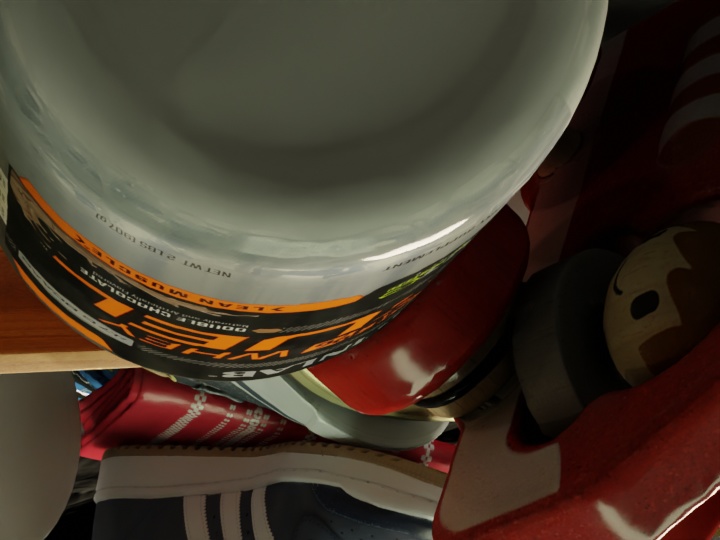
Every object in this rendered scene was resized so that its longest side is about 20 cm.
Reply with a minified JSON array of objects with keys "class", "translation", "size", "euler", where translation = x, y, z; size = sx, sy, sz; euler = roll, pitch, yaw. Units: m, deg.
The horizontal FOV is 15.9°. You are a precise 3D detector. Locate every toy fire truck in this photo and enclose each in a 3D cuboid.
[{"class":"toy fire truck","translation":[0.087,-0.014,0.668],"size":[0.112,0.201,0.168],"euler":[41,134,-20]}]

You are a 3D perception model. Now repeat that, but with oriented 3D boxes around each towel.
[{"class":"towel","translation":[-0.008,0.073,0.997],"size":[0.199,0.023,0.145],"euler":[14,165,-13]}]

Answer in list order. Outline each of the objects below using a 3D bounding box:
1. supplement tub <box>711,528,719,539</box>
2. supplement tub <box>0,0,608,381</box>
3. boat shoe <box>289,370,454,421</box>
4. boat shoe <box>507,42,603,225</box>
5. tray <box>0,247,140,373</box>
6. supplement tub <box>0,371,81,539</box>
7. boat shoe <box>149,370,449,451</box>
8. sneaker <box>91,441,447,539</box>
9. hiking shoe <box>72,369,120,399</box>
[{"class":"supplement tub","translation":[0.128,0.102,1.310],"size":[0.143,0.202,0.145],"euler":[-8,171,-1]},{"class":"supplement tub","translation":[-0.025,-0.043,0.560],"size":[0.121,0.124,0.200],"euler":[-7,171,-9]},{"class":"boat shoe","translation":[0.000,-0.003,0.839],"size":[0.063,0.074,0.200],"euler":[2,155,46]},{"class":"boat shoe","translation":[0.078,-0.035,0.822],"size":[0.201,0.087,0.074],"euler":[15,160,-25]},{"class":"tray","translation":[-0.106,-0.024,0.682],"size":[0.199,0.099,0.037],"euler":[-1,-157,-41]},{"class":"supplement tub","translation":[-0.221,0.073,1.022],"size":[0.199,0.146,0.144],"euler":[-17,168,40]},{"class":"boat shoe","translation":[-0.060,0.006,0.897],"size":[0.200,0.071,0.091],"euler":[30,156,-32]},{"class":"sneaker","translation":[-0.033,0.122,0.937],"size":[0.070,0.109,0.199],"euler":[24,161,-39]},{"class":"hiking shoe","translation":[-0.119,0.028,1.067],"size":[0.086,0.075,0.200],"euler":[-8,171,-11]}]
